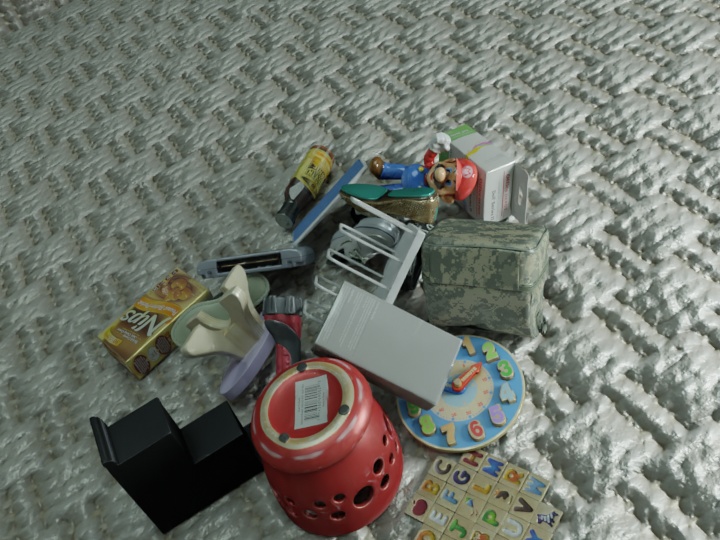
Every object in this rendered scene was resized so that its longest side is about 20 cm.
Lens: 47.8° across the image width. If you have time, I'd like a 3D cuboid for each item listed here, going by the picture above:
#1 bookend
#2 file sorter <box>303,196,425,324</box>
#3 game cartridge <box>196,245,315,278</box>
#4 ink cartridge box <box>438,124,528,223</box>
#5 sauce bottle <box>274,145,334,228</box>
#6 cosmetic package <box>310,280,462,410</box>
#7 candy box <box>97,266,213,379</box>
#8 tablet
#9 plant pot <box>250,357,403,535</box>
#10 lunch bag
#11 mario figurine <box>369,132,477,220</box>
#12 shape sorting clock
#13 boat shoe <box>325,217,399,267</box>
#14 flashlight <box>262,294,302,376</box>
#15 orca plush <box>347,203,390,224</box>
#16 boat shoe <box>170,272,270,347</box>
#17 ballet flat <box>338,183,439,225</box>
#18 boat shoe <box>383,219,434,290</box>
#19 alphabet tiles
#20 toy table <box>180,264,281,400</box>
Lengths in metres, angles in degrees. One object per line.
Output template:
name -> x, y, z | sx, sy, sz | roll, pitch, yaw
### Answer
bookend -> -0.259, 0.254, 1.197 | 0.196, 0.202, 0.092 | -31, 44, -9
file sorter -> 0.000, 0.000, 1.297 | 0.139, 0.122, 0.203 | -107, 42, -82
game cartridge -> -0.188, -0.016, 1.497 | 0.195, 0.043, 0.133 | -8, 7, 9
ink cartridge box -> 0.219, -0.164, 1.469 | 0.066, 0.119, 0.200 | -20, 41, -19
sauce bottle -> -0.115, -0.169, 1.656 | 0.065, 0.067, 0.202 | 5, 52, 25
cosmetic package -> 0.037, 0.111, 1.180 | 0.197, 0.090, 0.108 | 29, 74, 0
candy box -> -0.374, 0.094, 1.504 | 0.114, 0.056, 0.200 | 27, 61, 40
tablet -> -0.059, -0.131, 1.541 | 0.200, 0.014, 0.130 | -47, 13, 7
plant pot -> -0.054, 0.240, 1.145 | 0.196, 0.184, 0.203 | -13, 43, 12
lunch bag -> 0.194, 0.018, 1.273 | 0.196, 0.172, 0.139 | 5, 20, 23
mario figurine -> 0.106, -0.165, 1.418 | 0.196, 0.126, 0.107 | -1, 33, 22
shape sorting clock -> 0.149, 0.180, 1.222 | 0.195, 0.040, 0.203 | -12, 43, 11
boat shoe -> 0.002, -0.039, 1.443 | 0.199, 0.073, 0.068 | -18, 43, 63
flashlight -> -0.125, 0.143, 1.280 | 0.066, 0.068, 0.205 | -3, 79, 26
orca plush -> -0.007, -0.100, 1.539 | 0.200, 0.104, 0.072 | 41, 107, 51
boat shoe -> -0.249, 0.077, 1.471 | 0.199, 0.061, 0.073 | -31, 84, -4
ballet flat -> 0.046, -0.109, 1.392 | 0.197, 0.067, 0.070 | 10, 30, 37
boat shoe -> 0.105, -0.050, 1.439 | 0.067, 0.074, 0.201 | 5, 49, 31
alphabet tiles -> 0.163, 0.327, 1.096 | 0.197, 0.006, 0.167 | 17, 56, 34
toy table -> -0.209, 0.097, 1.353 | 0.183, 0.117, 0.202 | -36, 22, 39
